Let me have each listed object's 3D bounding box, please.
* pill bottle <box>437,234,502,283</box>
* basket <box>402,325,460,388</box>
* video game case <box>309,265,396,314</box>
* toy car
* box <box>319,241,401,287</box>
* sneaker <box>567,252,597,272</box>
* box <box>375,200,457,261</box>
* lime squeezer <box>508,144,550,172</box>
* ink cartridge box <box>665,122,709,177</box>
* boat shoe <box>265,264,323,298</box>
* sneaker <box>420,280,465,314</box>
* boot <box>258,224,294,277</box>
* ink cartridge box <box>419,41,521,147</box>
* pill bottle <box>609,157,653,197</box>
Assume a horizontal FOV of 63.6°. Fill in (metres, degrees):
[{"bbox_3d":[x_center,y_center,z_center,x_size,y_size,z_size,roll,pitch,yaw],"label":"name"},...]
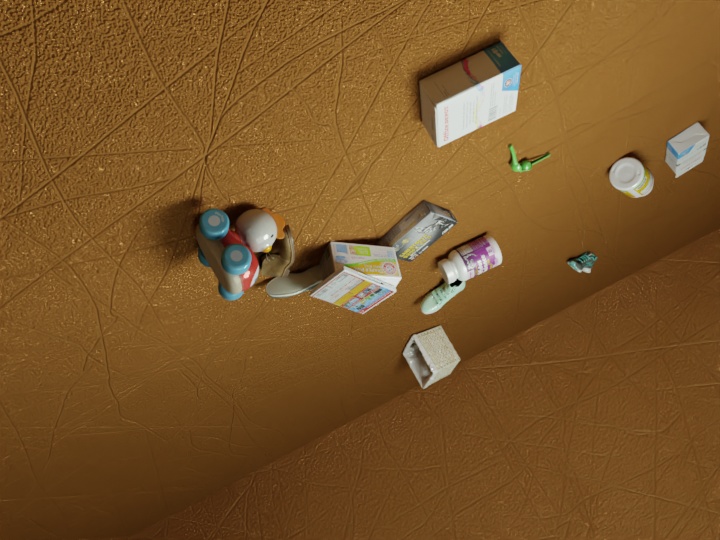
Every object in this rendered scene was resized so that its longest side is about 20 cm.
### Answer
[{"bbox_3d":[0.368,-0.032,1.967,0.199,0.113,0.112,-25,154,-5],"label":"pill bottle"},{"bbox_3d":[0.316,0.384,2.586,0.160,0.201,0.199,-19,154,-21],"label":"basket"},{"bbox_3d":[-0.019,0.057,1.581,0.199,0.018,0.143,22,135,-39],"label":"video game case"},{"bbox_3d":[-0.243,-0.062,1.286,0.199,0.178,0.185,-29,168,-25],"label":"toy car"},{"bbox_3d":[0.000,0.000,1.621,0.198,0.113,0.102,3,143,-22],"label":"box"},{"bbox_3d":[1.004,-0.045,2.620,0.199,0.078,0.092,0,128,-49],"label":"sneaker"},{"bbox_3d":[0.165,-0.110,1.702,0.200,0.049,0.158,-41,151,26],"label":"box"},{"bbox_3d":[0.463,-0.313,1.645,0.199,0.038,0.071,-1,113,-41],"label":"lime squeezer"},{"bbox_3d":[1.149,-0.420,2.051,0.115,0.067,0.200,-33,153,12],"label":"ink cartridge box"},{"bbox_3d":[-0.174,0.043,1.635,0.199,0.073,0.062,-20,150,-27],"label":"boat shoe"},{"bbox_3d":[0.300,0.079,2.147,0.200,0.074,0.118,-37,161,-3],"label":"sneaker"},{"bbox_3d":[-0.210,-0.041,1.456,0.075,0.074,0.200,-5,150,-20],"label":"boot"},{"bbox_3d":[0.230,-0.372,1.243,0.199,0.085,0.145,-27,154,-4],"label":"ink cartridge box"},{"bbox_3d":[0.940,-0.313,1.999,0.111,0.112,0.199,-42,151,28],"label":"pill bottle"}]
